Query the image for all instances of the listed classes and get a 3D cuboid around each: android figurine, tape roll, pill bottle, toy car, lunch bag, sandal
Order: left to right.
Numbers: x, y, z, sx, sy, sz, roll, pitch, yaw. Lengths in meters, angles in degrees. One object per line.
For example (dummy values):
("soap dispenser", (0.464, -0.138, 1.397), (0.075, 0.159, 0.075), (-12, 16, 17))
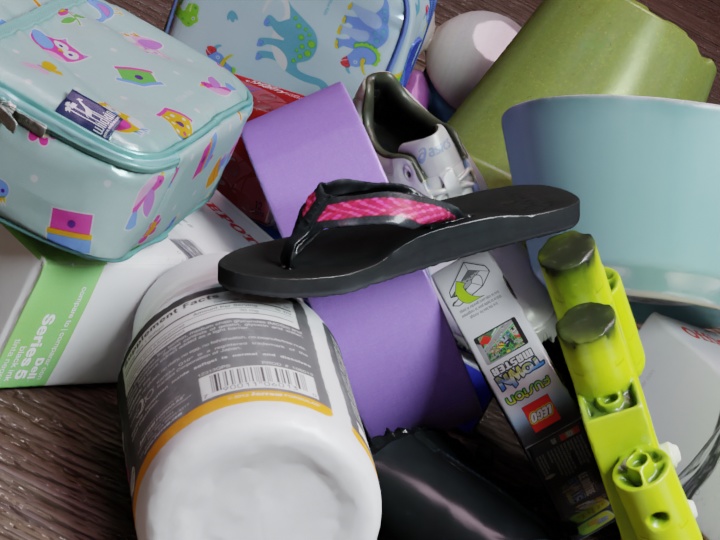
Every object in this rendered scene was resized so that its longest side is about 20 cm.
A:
("lunch bag", (-0.152, -0.084, 1.358), (0.160, 0.077, 0.200), (31, 20, 7))
("pill bottle", (-0.059, 0.075, 1.288), (0.116, 0.117, 0.200), (22, 19, -18))
("lunch bag", (-0.047, -0.128, 1.688), (0.160, 0.201, 0.082), (24, 22, 8))
("tape roll", (0.000, 0.000, 1.462), (0.200, 0.065, 0.201), (156, -90, -89))
("toy car", (0.020, -0.107, 1.841), (0.199, 0.175, 0.150), (28, 53, -3))
("sandal", (0.017, -0.028, 1.322), (0.199, 0.045, 0.075), (-15, 22, -22))
("android figurine", (0.138, 0.082, 1.361), (0.182, 0.041, 0.201), (-99, 168, -56))

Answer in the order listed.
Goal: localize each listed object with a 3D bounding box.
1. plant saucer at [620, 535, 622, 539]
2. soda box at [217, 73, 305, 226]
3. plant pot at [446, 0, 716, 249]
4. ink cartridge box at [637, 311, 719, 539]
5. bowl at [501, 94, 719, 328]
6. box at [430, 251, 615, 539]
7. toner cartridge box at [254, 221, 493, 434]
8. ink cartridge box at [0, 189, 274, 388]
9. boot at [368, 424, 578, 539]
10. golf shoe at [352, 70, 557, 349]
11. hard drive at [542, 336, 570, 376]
("plant saucer", (0.231, 0.201, 1.493), (0.199, 0.038, 0.200), (26, 20, -10))
("soda box", (-0.107, -0.090, 1.619), (0.199, 0.070, 0.063), (20, 19, 33))
("plant pot", (0.136, -0.080, 1.726), (0.199, 0.191, 0.200), (29, -5, 3))
("ink cartridge box", (0.241, 0.120, 1.505), (0.200, 0.085, 0.146), (43, 16, 35))
("bowl", (0.174, -0.027, 1.522), (0.199, 0.106, 0.201), (7, -8, 1))
("box", (0.094, 0.071, 1.439), (0.110, 0.035, 0.200), (62, 1, 23))
("toner cartridge box", (-0.004, 0.021, 1.612), (0.199, 0.043, 0.095), (29, 20, -1))
("ink cartridge box", (-0.157, -0.012, 1.419), (0.145, 0.084, 0.199), (41, 23, 31))
("boot", (0.054, 0.145, 1.333), (0.162, 0.074, 0.198), (39, 14, 23))
("golf shoe", (0.047, -0.035, 1.573), (0.078, 0.098, 0.200), (-29, 58, -19))
("hard drive", (0.121, 0.037, 1.691), (0.199, 0.033, 0.140), (29, -5, 3))
